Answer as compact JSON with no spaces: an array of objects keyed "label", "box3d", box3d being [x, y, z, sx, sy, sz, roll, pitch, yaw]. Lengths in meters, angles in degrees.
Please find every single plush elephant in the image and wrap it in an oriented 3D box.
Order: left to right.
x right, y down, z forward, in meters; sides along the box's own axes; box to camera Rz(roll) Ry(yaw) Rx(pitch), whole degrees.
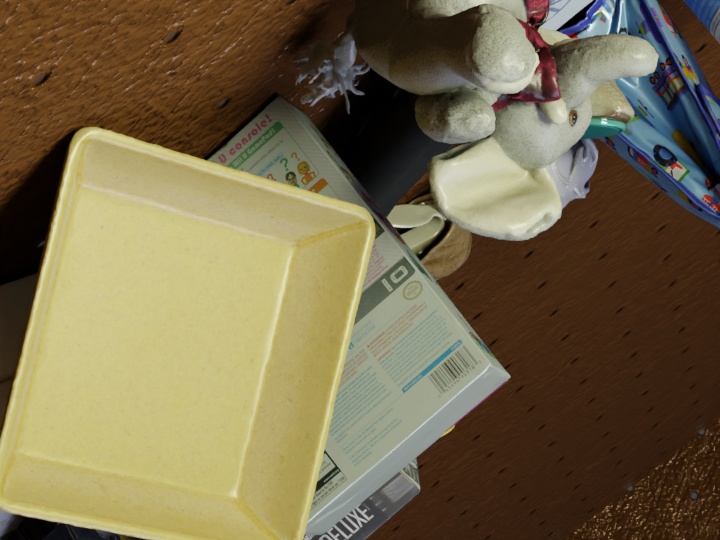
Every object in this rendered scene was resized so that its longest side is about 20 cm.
[{"label":"plush elephant","box3d":[0.080,-0.112,1.415,0.154,0.165,0.200,25,144,-28]}]

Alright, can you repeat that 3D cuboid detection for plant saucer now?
[{"label":"plant saucer","box3d":[-0.102,0.041,1.411,0.199,0.048,0.201,16,87,-36]}]

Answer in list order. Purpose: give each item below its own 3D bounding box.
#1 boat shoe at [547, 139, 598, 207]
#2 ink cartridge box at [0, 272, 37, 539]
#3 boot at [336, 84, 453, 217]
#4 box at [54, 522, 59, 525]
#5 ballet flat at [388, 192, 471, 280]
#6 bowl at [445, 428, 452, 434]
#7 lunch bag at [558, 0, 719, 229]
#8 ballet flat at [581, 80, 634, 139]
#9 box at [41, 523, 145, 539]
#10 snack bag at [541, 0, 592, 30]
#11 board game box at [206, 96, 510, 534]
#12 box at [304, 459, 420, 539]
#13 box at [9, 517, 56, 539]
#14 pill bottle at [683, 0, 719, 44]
[{"label":"boat shoe","box3d":[0.129,-0.073,1.815,0.068,0.072,0.200,-27,165,2]},{"label":"ink cartridge box","box3d":[-0.239,0.104,1.475,0.145,0.088,0.200,-22,160,-47]},{"label":"boot","box3d":[0.004,-0.042,1.578,0.200,0.066,0.165,-43,-164,30]},{"label":"box","box3d":[-0.125,0.067,1.602,0.200,0.103,0.095,-16,154,-52]},{"label":"ballet flat","box3d":[0.000,0.000,1.788,0.200,0.068,0.073,-30,143,-30]},{"label":"bowl","box3d":[-0.044,0.094,1.832,0.200,0.095,0.201,-18,-179,0]},{"label":"lunch bag","box3d":[0.213,-0.082,1.752,0.094,0.200,0.151,-39,166,7]},{"label":"ballet flat","box3d":[0.108,-0.107,1.595,0.067,0.063,0.200,6,175,-19]},{"label":"box","box3d":[-0.112,0.150,1.579,0.199,0.051,0.158,-25,170,-33]},{"label":"snack bag","box3d":[0.145,-0.208,1.575,0.200,0.021,0.189,-39,166,4]},{"label":"board game box","box3d":[-0.034,0.026,1.500,0.147,0.200,0.064,-40,166,8]},{"label":"box","box3d":[-0.031,0.161,2.019,0.158,0.050,0.200,-42,-164,13]},{"label":"box","box3d":[-0.219,0.188,1.734,0.184,0.105,0.200,-27,161,-37]},{"label":"pill bottle","box3d":[0.288,-0.162,1.693,0.112,0.200,0.112,-35,165,-11]}]
